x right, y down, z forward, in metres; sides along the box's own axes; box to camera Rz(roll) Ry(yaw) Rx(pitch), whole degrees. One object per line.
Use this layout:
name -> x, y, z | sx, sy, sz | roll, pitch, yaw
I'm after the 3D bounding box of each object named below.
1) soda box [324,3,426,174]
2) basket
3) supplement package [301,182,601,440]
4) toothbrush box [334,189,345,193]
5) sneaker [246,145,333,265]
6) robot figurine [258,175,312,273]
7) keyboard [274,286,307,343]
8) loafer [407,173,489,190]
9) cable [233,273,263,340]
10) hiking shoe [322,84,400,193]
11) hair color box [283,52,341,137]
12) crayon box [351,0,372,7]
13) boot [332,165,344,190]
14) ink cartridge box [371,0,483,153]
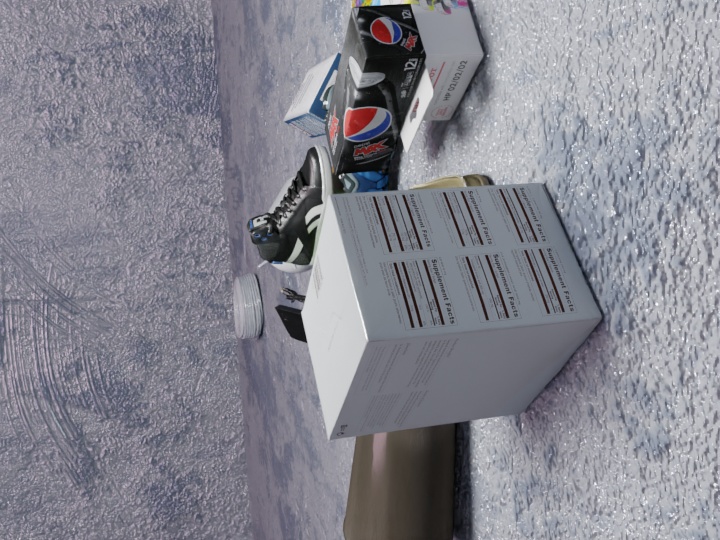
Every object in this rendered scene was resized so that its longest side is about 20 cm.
soda box -> 0.010, -0.185, 0.842 | 0.200, 0.063, 0.071 | 110, 150, -61
basket -> 0.053, 0.236, 0.960 | 0.180, 0.136, 0.200 | -124, 36, -69
supplement package -> 0.066, 0.038, 0.714 | 0.191, 0.200, 0.147 | 109, 152, -54
toothbrush box -> 0.000, 0.000, 1.140 | 0.146, 0.086, 0.200 | 102, 158, -45
sneaker -> -0.104, -0.083, 1.125 | 0.073, 0.112, 0.200 | -113, 25, -47
robot figurine -> -0.097, -0.077, 1.303 | 0.113, 0.169, 0.200 | 53, -134, -33
keyboard -> -0.068, 0.082, 1.305 | 0.200, 0.021, 0.127 | 10, 135, 42
loafer -> 0.066, -0.056, 0.869 | 0.200, 0.067, 0.076 | -20, 76, 57
cable -> -0.346, 0.110, 2.415 | 0.200, 0.069, 0.200 | 138, 125, -71
hiking shoe -> 0.016, -0.155, 1.056 | 0.074, 0.087, 0.200 | -56, -48, -53
hair color box -> -0.056, -0.267, 1.229 | 0.100, 0.060, 0.200 | -63, 17, -1
crayon box -> 0.027, -0.371, 0.992 | 0.126, 0.051, 0.201 | -159, 64, -73
boot -> -0.009, -0.163, 1.188 | 0.200, 0.073, 0.076 | 113, 167, -50
ink cartridge box -> 0.070, -0.240, 0.849 | 0.115, 0.068, 0.200 | 115, 146, -64
